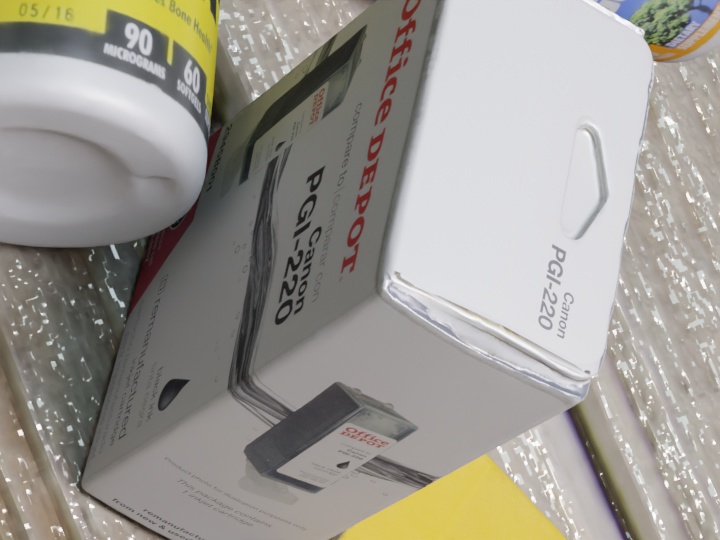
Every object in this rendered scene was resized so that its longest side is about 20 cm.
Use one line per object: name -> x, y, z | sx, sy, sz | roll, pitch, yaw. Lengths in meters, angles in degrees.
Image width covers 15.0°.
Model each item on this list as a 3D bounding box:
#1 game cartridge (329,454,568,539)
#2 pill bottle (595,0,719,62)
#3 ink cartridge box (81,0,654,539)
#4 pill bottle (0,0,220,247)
game cartridge -> 0.046, 0.176, 0.986 | 0.200, 0.032, 0.176 | 48, 49, -12
pill bottle -> 0.061, -0.153, 1.093 | 0.200, 0.112, 0.112 | 8, 65, -33
ink cartridge box -> 0.000, 0.000, 0.917 | 0.085, 0.200, 0.146 | 28, 55, -23
pill bottle -> -0.103, -0.119, 0.952 | 0.114, 0.114, 0.200 | 19, 60, -29
